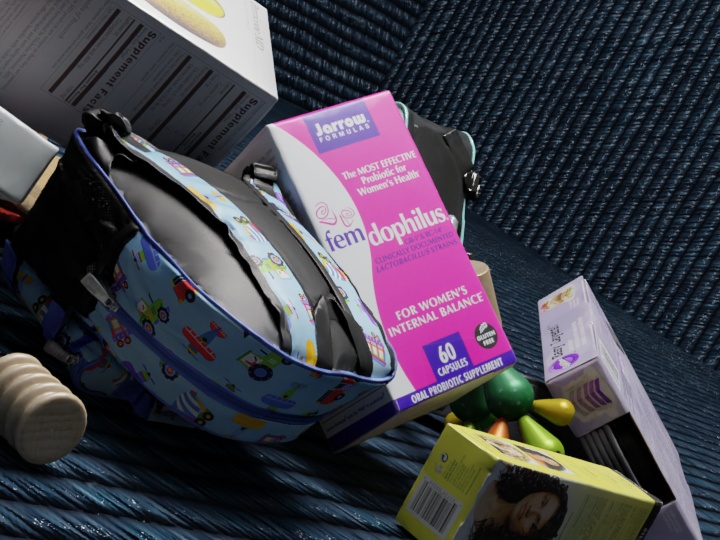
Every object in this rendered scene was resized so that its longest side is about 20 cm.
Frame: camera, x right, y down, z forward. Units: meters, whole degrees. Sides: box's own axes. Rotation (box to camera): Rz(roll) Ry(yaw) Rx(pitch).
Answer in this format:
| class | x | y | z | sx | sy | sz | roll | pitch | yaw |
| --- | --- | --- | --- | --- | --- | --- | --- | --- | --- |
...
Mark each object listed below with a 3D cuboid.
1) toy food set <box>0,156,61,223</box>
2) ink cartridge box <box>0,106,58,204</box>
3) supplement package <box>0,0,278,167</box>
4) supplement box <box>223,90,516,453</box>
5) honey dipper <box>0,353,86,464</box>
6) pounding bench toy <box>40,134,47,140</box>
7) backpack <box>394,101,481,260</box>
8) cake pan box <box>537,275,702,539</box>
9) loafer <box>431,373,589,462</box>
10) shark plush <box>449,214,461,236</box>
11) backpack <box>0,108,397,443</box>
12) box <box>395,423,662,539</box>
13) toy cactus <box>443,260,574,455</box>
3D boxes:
| class | x | y | z | sx | sy | sz | roll | pitch | yaw |
| --- | --- | --- | --- | --- | --- | --- | --- | --- | --- |
| toy food set | -0.196 | -0.031 | 1.157 | 0.200 | 0.049 | 0.198 | 32 | 9 | 13 |
| ink cartridge box | -0.283 | -0.108 | 0.923 | 0.173 | 0.044 | 0.200 | 38 | -11 | -26 |
| supplement package | -0.162 | -0.148 | 0.964 | 0.200 | 0.110 | 0.114 | 31 | 29 | -30 |
| supplement box | 0.000 | 0.000 | 1.029 | 0.101 | 0.103 | 0.200 | -21 | 80 | -31 |
| honey dipper | -0.204 | 0.035 | 0.794 | 0.038 | 0.038 | 0.200 | 21 | 8 | -47 |
| pounding bench toy | -0.265 | -0.151 | 1.124 | 0.199 | 0.125 | 0.156 | 4 | 5 | 8 |
| backpack | -0.018 | -0.034 | 1.281 | 0.153 | 0.176 | 0.200 | 15 | -22 | -33 |
| cake pan box | 0.203 | 0.120 | 1.243 | 0.184 | 0.052 | 0.200 | 58 | 13 | -14 |
| loafer | 0.107 | 0.109 | 1.290 | 0.200 | 0.072 | 0.063 | 29 | 0 | -15 |
| shark plush | 0.009 | 0.027 | 1.119 | 0.091 | 0.200 | 0.083 | 45 | -29 | 34 |
| backpack | -0.085 | 0.025 | 0.896 | 0.200 | 0.135 | 0.182 | 46 | 17 | 32 |
| box | 0.113 | 0.155 | 1.014 | 0.200 | 0.075 | 0.050 | 19 | 11 | -48 |
| toy cactus | 0.090 | 0.074 | 1.143 | 0.102 | 0.165 | 0.200 | -11 | 24 | -15 |
